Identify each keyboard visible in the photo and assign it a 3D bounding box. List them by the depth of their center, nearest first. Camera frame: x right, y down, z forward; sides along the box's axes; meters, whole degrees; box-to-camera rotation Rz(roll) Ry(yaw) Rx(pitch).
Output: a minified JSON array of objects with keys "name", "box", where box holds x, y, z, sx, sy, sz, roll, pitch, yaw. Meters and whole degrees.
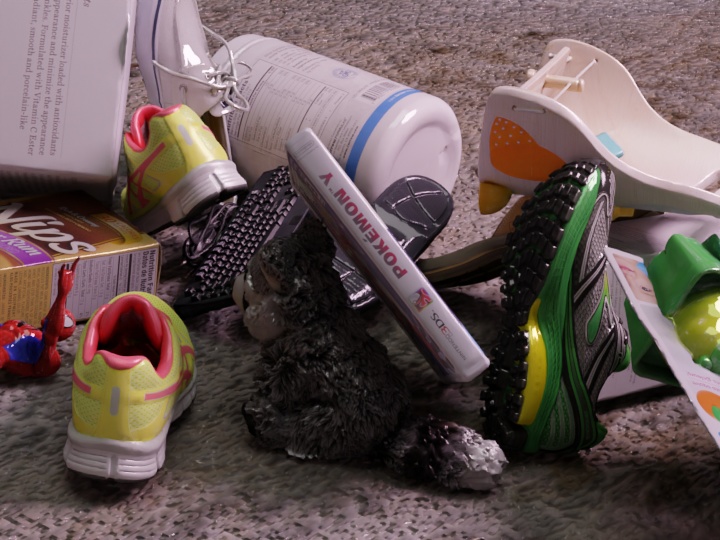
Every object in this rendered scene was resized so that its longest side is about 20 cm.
[{"name":"keyboard","box":[-0.093,-0.034,1.371,0.104,0.040,0.200,-18,24,29]}]

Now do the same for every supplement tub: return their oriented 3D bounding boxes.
[{"name":"supplement tub","box":[-0.029,-0.109,1.516,0.200,0.132,0.132,23,27,31]}]

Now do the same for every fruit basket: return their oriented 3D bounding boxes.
[{"name":"fruit basket","box":[0.256,0.064,1.121,0.185,0.094,0.200,17,24,-28]}]

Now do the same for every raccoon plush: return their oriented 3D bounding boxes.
[{"name":"raccoon plush","box":[0.008,0.047,1.169,0.200,0.134,0.097,11,23,6]}]

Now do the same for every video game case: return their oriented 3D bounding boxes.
[{"name":"video game case","box":[0.013,-0.003,1.191,0.182,0.023,0.200,52,-4,3]}]

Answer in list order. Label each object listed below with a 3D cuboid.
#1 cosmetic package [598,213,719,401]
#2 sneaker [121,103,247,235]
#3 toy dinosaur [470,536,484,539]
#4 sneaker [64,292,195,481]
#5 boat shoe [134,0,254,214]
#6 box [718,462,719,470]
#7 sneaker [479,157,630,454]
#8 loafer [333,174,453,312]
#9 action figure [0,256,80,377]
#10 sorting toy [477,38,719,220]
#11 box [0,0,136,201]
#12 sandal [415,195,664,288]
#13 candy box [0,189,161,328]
[{"name":"cosmetic package","box":[0.218,0.021,1.327,0.200,0.108,0.085,-9,19,-37]},{"name":"sneaker","box":[-0.144,-0.082,1.375,0.078,0.090,0.200,-31,6,-22]},{"name":"toy dinosaur","box":[0.079,0.199,0.975,0.200,0.058,0.101,14,38,31]},{"name":"sneaker","box":[-0.140,0.050,1.151,0.078,0.090,0.200,4,23,-6]},{"name":"boat shoe","box":[-0.123,-0.139,1.449,0.086,0.202,0.075,6,19,26]},{"name":"box","box":[0.364,0.132,1.211,0.200,0.044,0.160,-10,30,-35]},{"name":"sneaker","box":[0.139,0.024,1.213,0.085,0.200,0.078,10,2,-20]},{"name":"loafer","box":[0.000,0.000,1.380,0.072,0.063,0.200,38,48,15]},{"name":"action figure","box":[-0.249,0.039,1.157,0.065,0.099,0.200,23,25,27]},{"name":"sorting toy","box":[0.188,-0.080,1.299,0.180,0.107,0.200,17,21,13]},{"name":"box","box":[-0.243,-0.162,1.406,0.131,0.199,0.200,6,-4,-8]},{"name":"sandal","box":[0.130,-0.032,1.388,0.200,0.054,0.080,-15,-13,18]},{"name":"candy box","box":[-0.257,-0.004,1.297,0.200,0.057,0.117,-10,28,-38]}]
